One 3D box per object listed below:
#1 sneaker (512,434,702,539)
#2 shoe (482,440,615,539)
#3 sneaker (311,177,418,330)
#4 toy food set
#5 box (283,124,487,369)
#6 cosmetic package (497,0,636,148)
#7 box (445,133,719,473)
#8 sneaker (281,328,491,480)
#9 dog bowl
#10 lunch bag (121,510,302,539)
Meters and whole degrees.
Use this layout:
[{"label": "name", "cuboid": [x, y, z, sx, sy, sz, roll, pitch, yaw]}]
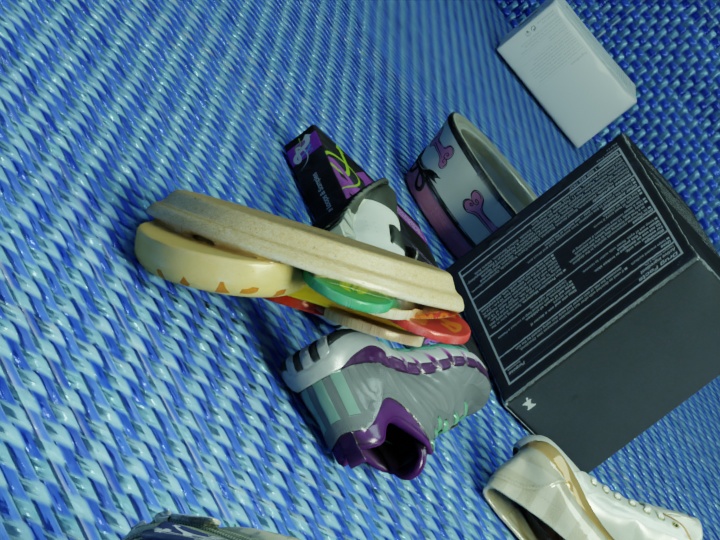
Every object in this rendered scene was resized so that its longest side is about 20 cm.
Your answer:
[{"label": "sneaker", "cuboid": [0.189, 0.182, 1.686, 0.200, 0.085, 0.073, 52, -10, -14]}, {"label": "shoe", "cuboid": [0.156, 0.210, 1.599, 0.053, 0.070, 0.200, -29, 77, -40]}, {"label": "sneaker", "cuboid": [0.000, 0.000, 1.598, 0.089, 0.074, 0.200, 50, 21, -7]}, {"label": "toy food set", "cuboid": [-0.031, 0.000, 1.358, 0.198, 0.049, 0.200, 17, 2, -3]}, {"label": "box", "cuboid": [0.019, -0.011, 1.779, 0.143, 0.036, 0.200, 43, 16, -36]}, {"label": "cosmetic package", "cuboid": [0.319, -0.310, 3.614, 0.200, 0.123, 0.199, 49, 12, -4]}, {"label": "box", "cuboid": [0.200, 0.029, 1.944, 0.123, 0.200, 0.198, 44, 14, -32]}, {"label": "sneaker", "cuboid": [0.026, 0.094, 1.437, 0.200, 0.074, 0.088, 11, 51, -56]}, {"label": "dog bowl", "cuboid": [0.122, -0.049, 2.192, 0.200, 0.074, 0.200, 48, 11, -13]}, {"label": "lunch bag", "cuboid": [-0.008, 0.178, 0.882, 0.168, 0.139, 0.200, 39, 3, 32]}]
